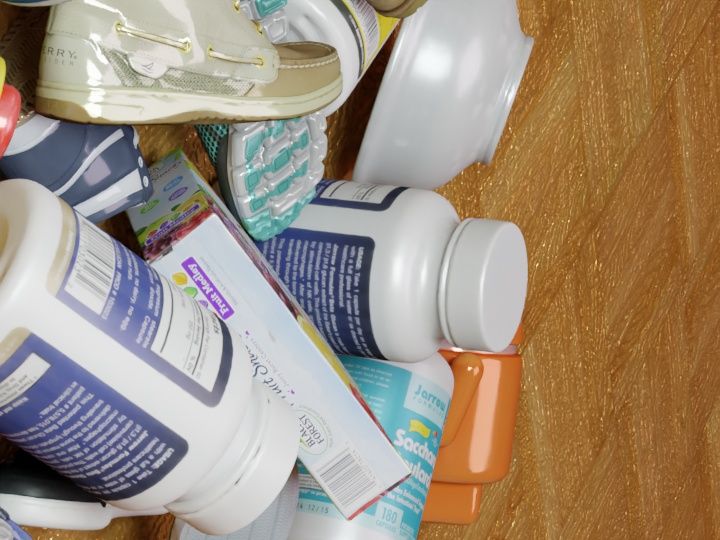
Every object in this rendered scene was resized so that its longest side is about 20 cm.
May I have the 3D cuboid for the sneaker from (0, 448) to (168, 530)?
[{"bbox_3d":[-0.158,0.084,1.176,0.200,0.073,0.112,6,87,-74],"label":"sneaker"}]

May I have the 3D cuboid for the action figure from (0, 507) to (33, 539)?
[{"bbox_3d":[-0.249,0.127,0.991,0.200,0.104,0.194,52,36,-21],"label":"action figure"}]

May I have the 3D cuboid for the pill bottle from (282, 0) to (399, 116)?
[{"bbox_3d":[-0.019,-0.193,1.350,0.200,0.111,0.112,-58,145,-43],"label":"pill bottle"}]

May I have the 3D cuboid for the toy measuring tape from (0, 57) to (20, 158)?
[{"bbox_3d":[-0.193,-0.116,1.029,0.074,0.073,0.201,42,59,-61],"label":"toy measuring tape"}]

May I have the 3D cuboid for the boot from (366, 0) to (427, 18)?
[{"bbox_3d":[-0.036,-0.226,1.173,0.199,0.066,0.176,-1,128,-30],"label":"boot"}]

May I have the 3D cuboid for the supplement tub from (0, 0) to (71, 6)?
[{"bbox_3d":[-0.188,-0.202,0.922,0.200,0.144,0.145,7,89,-61],"label":"supplement tub"}]

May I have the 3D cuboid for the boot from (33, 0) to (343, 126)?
[{"bbox_3d":[-0.083,-0.157,1.096,0.200,0.072,0.155,-8,104,-45],"label":"boot"}]

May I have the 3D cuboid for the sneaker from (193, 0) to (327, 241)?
[{"bbox_3d":[-0.080,-0.114,1.260,0.077,0.091,0.201,-30,125,-33],"label":"sneaker"}]

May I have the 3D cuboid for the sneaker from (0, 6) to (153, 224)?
[{"bbox_3d":[-0.137,-0.110,1.157,0.200,0.070,0.109,-58,141,-32],"label":"sneaker"}]

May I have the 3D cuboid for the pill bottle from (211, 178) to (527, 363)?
[{"bbox_3d":[0.000,0.000,1.333,0.111,0.199,0.112,7,90,-65],"label":"pill bottle"}]

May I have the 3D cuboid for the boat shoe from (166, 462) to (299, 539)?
[{"bbox_3d":[-0.095,0.171,1.282,0.072,0.062,0.201,7,119,-29],"label":"boat shoe"}]

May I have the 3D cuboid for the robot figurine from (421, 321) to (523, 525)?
[{"bbox_3d":[0.066,0.091,1.603,0.144,0.116,0.201,3,93,-59],"label":"robot figurine"}]

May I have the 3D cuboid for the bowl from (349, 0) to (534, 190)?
[{"bbox_3d":[0.066,-0.135,1.485,0.201,0.090,0.202,20,90,-88],"label":"bowl"}]

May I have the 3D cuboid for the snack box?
[{"bbox_3d":[-0.058,0.035,1.218,0.200,0.053,0.142,54,-1,-23],"label":"snack box"}]

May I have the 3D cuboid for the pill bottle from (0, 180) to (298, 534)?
[{"bbox_3d":[-0.127,0.052,1.060,0.200,0.111,0.111,39,57,-32],"label":"pill bottle"}]

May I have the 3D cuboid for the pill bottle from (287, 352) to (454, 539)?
[{"bbox_3d":[0.002,0.114,1.476,0.111,0.110,0.201,47,54,-59],"label":"pill bottle"}]
